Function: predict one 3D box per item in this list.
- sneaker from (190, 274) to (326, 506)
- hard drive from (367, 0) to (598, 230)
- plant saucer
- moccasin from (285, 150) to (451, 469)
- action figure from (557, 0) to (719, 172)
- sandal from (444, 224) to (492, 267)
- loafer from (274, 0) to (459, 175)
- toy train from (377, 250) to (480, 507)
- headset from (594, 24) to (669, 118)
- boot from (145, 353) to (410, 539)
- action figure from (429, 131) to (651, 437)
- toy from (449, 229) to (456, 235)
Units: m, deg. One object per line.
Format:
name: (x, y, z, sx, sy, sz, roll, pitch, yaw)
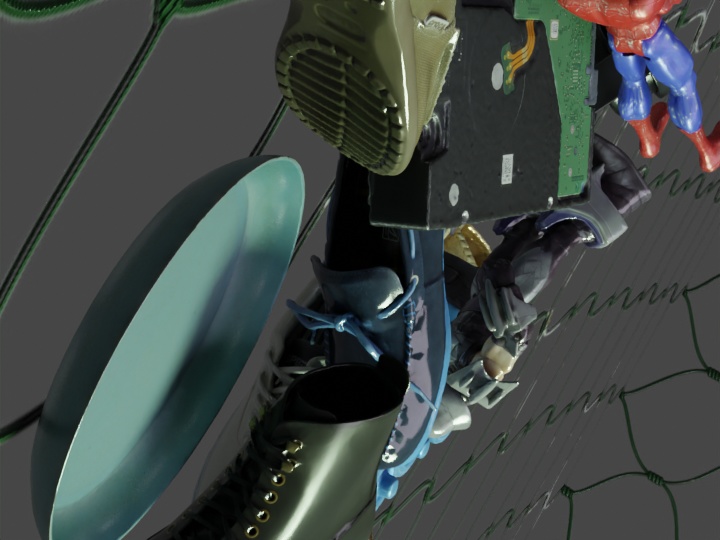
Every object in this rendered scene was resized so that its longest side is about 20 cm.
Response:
sneaker: (-0.038, 0.070, 1.122, 0.071, 0.072, 0.201, 75, 36, -56)
hard drive: (0.064, -0.096, 1.031, 0.200, 0.038, 0.141, -12, 107, -61)
plant saucer: (-0.086, 0.035, 0.911, 0.201, 0.027, 0.200, -57, 168, -19)
moccasin: (0.000, 0.000, 1.054, 0.068, 0.080, 0.202, -3, 95, -55)
action figure: (0.153, -0.141, 1.086, 0.200, 0.065, 0.100, 46, 62, -57)
sandal: (0.071, -0.002, 1.380, 0.213, 0.069, 0.078, -65, 167, 17)
loafer: (0.010, -0.110, 0.866, 0.068, 0.076, 0.200, -49, 164, -22)
toy train: (0.012, 0.063, 1.262, 0.200, 0.086, 0.115, -38, 145, -57)
headset: (0.130, -0.128, 1.309, 0.123, 0.094, 0.200, -29, -174, 30)
boot: (-0.069, 0.116, 0.988, 0.199, 0.077, 0.139, -26, 147, -37)
action figure: (0.075, 0.013, 1.161, 0.201, 0.069, 0.130, -56, -160, -22)
toy: (0.079, -0.130, 1.175, 0.201, 0.047, 0.116, -56, 161, -35)
